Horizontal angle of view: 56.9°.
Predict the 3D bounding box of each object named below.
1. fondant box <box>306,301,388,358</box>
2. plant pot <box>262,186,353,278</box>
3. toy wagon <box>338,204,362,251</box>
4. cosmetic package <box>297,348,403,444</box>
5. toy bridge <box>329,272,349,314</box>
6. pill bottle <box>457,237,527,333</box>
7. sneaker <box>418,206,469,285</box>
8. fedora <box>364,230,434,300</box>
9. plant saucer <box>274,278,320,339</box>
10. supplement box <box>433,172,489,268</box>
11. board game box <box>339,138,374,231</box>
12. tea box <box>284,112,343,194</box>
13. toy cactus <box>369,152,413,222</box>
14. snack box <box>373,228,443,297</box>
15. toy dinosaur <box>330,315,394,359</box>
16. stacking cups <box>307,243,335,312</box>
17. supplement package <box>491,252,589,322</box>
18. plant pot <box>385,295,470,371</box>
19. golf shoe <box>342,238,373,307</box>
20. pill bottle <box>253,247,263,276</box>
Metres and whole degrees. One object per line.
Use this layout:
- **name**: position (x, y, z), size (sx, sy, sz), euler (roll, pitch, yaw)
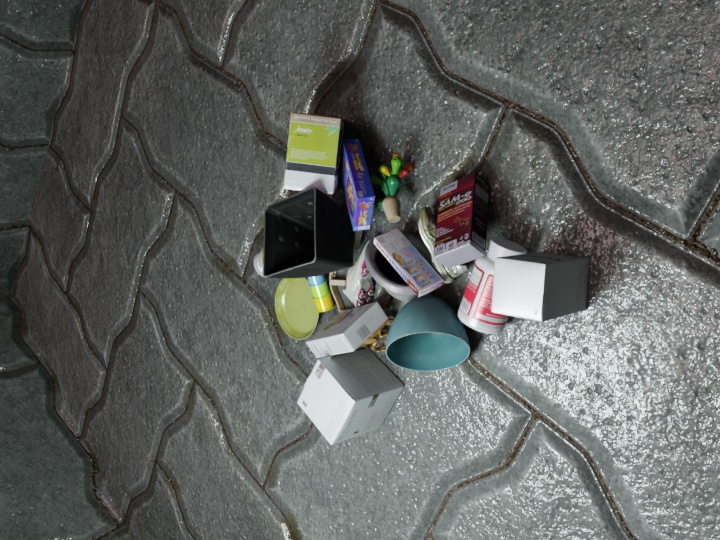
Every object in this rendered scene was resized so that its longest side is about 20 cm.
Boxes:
- **fondant box**: position (-0.037, 0.159, 1.765), size (0.058, 0.144, 0.200), euler (56, 147, -10)
- **plant pot**: position (-0.127, -0.081, 1.759), size (0.199, 0.177, 0.201), euler (-16, 69, 39)
- **toy wagon**: position (-0.075, -0.109, 1.869), size (0.200, 0.040, 0.156), euler (10, 86, 45)
- **cosmetic package**: position (-0.027, 0.332, 1.780), size (0.165, 0.200, 0.165), euler (43, 122, 31)
- **toy bridge**: position (-0.058, 0.034, 1.895), size (0.067, 0.027, 0.201), euler (1, 95, 43)
- **pill bottle**: position (0.302, 0.032, 1.500), size (0.112, 0.112, 0.201), euler (32, 115, 36)
- **sneaker**: position (0.209, -0.070, 1.616), size (0.088, 0.077, 0.201), euler (-25, 83, 28)
- **fedora**: position (0.104, 0.001, 1.675), size (0.200, 0.177, 0.090), euler (44, 152, 30)
- **plant saucer**: position (-0.186, 0.109, 2.021), size (0.200, 0.031, 0.201), euler (7, 99, 43)
- **supplement box**: position (0.232, -0.115, 1.522), size (0.109, 0.061, 0.201), euler (-22, 47, 42)
- **board game box**: position (-0.012, -0.224, 1.731), size (0.135, 0.045, 0.201), euler (100, 160, -56)
- **tea box**: position (-0.120, -0.315, 1.777), size (0.133, 0.200, 0.197), euler (8, 101, 0)
- **toy cactus**: position (0.078, -0.195, 1.686), size (0.200, 0.102, 0.166), euler (-49, 43, 50)
- **snack box**: position (0.115, -0.022, 1.618), size (0.200, 0.072, 0.024), euler (52, 153, 33)
- **toy dinosaur**: position (0.014, 0.186, 1.784), size (0.200, 0.106, 0.060), euler (-37, 45, 1)
- **stacking cups**: position (-0.127, 0.016, 1.903), size (0.060, 0.060, 0.201), euler (-6, 105, 43)
- **supplement package**: position (0.374, 0.029, 1.371), size (0.117, 0.200, 0.118), euler (11, 102, 41)
- **plant pot**: position (0.161, 0.141, 1.613), size (0.200, 0.200, 0.135), euler (-34, 42, 40)
- **golf shoe**: position (0.000, 0.000, 1.808), size (0.091, 0.075, 0.201), euler (32, 114, 40)
- **pill bottle**: position (-0.228, -0.040, 1.988), size (0.200, 0.112, 0.113), euler (-17, 83, 43)
